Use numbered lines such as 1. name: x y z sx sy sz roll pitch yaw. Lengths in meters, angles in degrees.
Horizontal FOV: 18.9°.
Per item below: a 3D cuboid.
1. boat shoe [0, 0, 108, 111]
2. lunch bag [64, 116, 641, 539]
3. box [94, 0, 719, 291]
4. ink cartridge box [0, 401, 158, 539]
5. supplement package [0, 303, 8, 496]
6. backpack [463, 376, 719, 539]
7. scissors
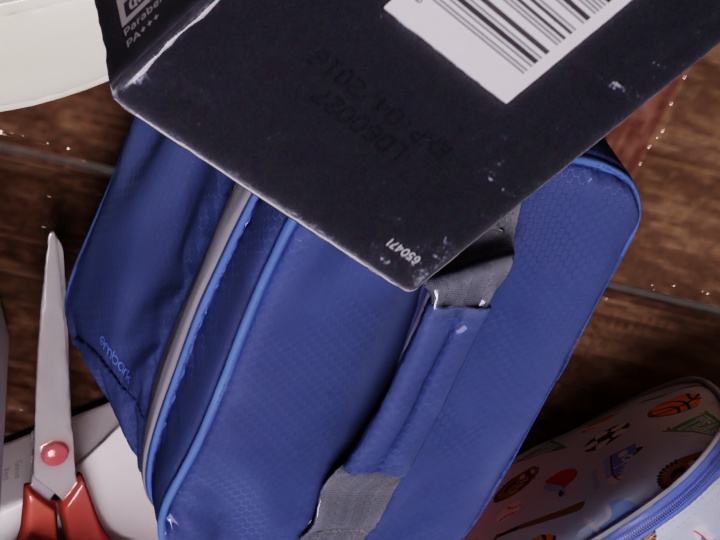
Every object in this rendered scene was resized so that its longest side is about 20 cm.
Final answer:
1. boat shoe: -0.141 -0.079 0.677 0.201 0.061 0.072 -17 158 11
2. lunch bag: 0.000 0.000 0.711 0.135 0.133 0.201 1 130 -31
3. box: 0.027 -0.142 0.573 0.200 0.199 0.123 -38 134 21
4. ink cartridge box: -0.073 0.121 0.871 0.199 0.050 0.161 -21 128 12
5. supplement package: -0.179 0.048 0.702 0.113 0.200 0.110 -7 128 -1
6. backpack: 0.125 0.128 0.825 0.190 0.200 0.155 -25 107 5
7. scissors: -0.119 0.078 0.800 0.073 0.014 0.201 -19 127 -10
